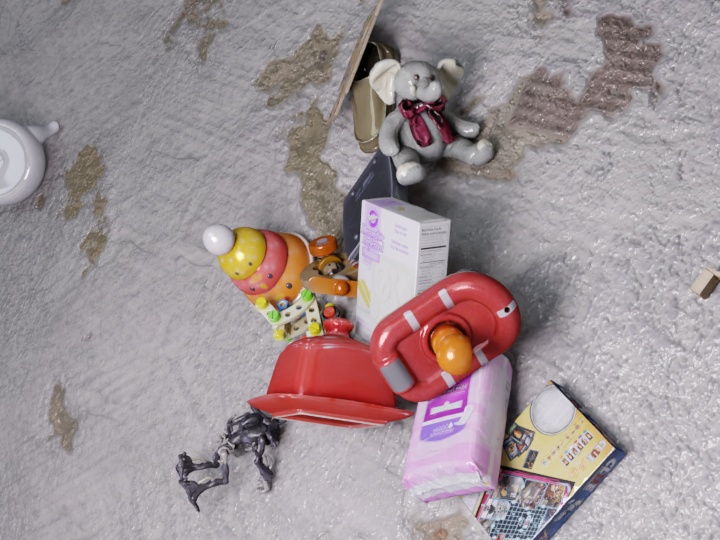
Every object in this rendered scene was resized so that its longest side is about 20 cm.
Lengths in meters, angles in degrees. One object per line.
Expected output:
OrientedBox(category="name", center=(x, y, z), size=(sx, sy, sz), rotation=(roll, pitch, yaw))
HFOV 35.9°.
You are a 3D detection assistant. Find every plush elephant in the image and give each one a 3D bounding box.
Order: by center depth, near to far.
OrientedBox(category="plush elephant", center=(0.096, -0.245, 1.678), size=(0.163, 0.156, 0.200), rotation=(-14, 31, -16))

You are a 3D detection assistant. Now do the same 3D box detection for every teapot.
OrientedBox(category="teapot", center=(-0.762, -0.227, 2.391), size=(0.198, 0.146, 0.199), rotation=(1, 91, 5))

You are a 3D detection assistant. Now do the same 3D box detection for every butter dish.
OrientedBox(category="butter dish", center=(-0.039, 0.140, 1.559), size=(0.199, 0.199, 0.149), rotation=(157, 122, -67))

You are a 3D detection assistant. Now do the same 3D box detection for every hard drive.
OrientedBox(category="hard drive", center=(0.022, -0.103, 1.702), size=(0.135, 0.042, 0.200), rotation=(-55, 19, 23))

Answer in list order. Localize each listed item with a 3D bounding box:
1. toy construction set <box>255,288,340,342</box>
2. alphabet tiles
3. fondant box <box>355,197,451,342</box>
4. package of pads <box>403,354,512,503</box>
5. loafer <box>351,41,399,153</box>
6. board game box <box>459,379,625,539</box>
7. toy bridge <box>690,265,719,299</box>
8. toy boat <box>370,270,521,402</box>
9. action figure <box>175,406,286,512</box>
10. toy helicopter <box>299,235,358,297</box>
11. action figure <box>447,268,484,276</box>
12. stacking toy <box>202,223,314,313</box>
OrientedBox(category="toy construction set", center=(-0.084, 0.117, 1.721), size=(0.130, 0.092, 0.201), rotation=(-18, 66, 4))
OrientedBox(category="alphabet tiles", center=(-0.012, -0.343, 1.849), size=(0.167, 0.007, 0.201), rotation=(175, 116, -80))
OrientedBox(category="fondant box", center=(0.056, 0.012, 1.538), size=(0.144, 0.058, 0.202), rotation=(26, 117, 54))
OrientedBox(category="package of pads", center=(0.133, 0.205, 1.481), size=(0.120, 0.076, 0.201), rotation=(-17, 41, 33))
OrientedBox(category="loafer", center=(0.016, -0.289, 1.832), size=(0.076, 0.067, 0.202), rotation=(-13, 63, 36))
OrientedBox(category="board game box", center=(0.229, 0.263, 1.442), size=(0.200, 0.035, 0.136), rotation=(-50, 48, 11))
OrientedBox(category="toy bridge", center=(0.493, 0.047, 1.327), size=(0.200, 0.027, 0.067), rotation=(39, 96, 42))
OrientedBox(category="toy boat", center=(0.116, 0.092, 1.422), size=(0.199, 0.131, 0.131), rotation=(-34, 20, 1))
OrientedBox(category="action figure", center=(-0.188, 0.286, 1.732), size=(0.199, 0.102, 0.119), rotation=(-31, 41, -8))
OrientedBox(category="toy helicopter", center=(0.000, 0.000, 1.696), size=(0.198, 0.079, 0.132), rotation=(-7, 23, 19))
OrientedBox(category="action figure", center=(0.128, 0.022, 1.569), size=(0.200, 0.104, 0.194), rotation=(-43, 70, 49))
OrientedBox(category="stacking toy", center=(-0.183, -0.021, 1.788), size=(0.145, 0.200, 0.147), rotation=(-17, 61, 33))
